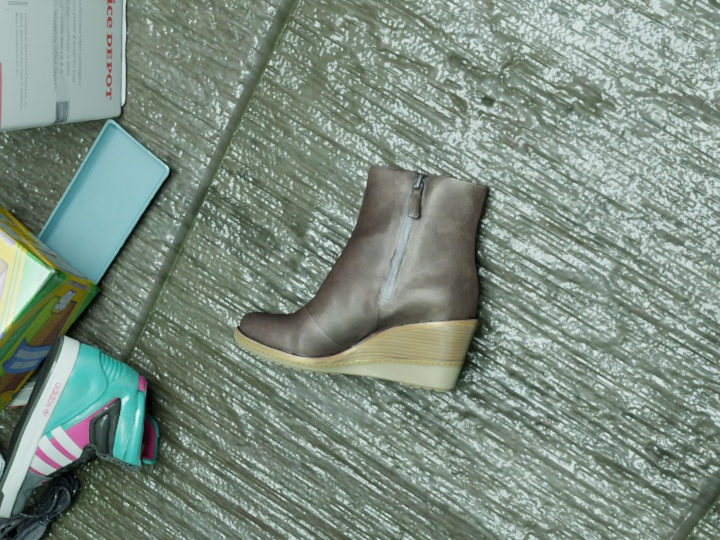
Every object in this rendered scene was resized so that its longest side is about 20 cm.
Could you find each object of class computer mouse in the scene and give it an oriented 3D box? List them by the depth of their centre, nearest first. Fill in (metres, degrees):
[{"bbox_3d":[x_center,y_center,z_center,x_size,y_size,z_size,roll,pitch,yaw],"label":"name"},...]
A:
[{"bbox_3d":[-0.370,0.179,0.930,0.200,0.044,0.110,42,115,-2],"label":"computer mouse"}]

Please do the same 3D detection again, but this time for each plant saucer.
[{"bbox_3d":[-0.239,-0.033,0.852,0.070,0.019,0.200,39,110,5],"label":"plant saucer"}]

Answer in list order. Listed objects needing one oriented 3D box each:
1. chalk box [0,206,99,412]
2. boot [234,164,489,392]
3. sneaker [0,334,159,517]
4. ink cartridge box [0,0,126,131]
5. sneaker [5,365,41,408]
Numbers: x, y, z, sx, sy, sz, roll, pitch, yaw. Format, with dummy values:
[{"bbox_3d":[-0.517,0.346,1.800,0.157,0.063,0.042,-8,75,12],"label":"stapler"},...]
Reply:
[{"bbox_3d":[-0.335,0.050,0.788,0.124,0.124,0.200,37,86,5],"label":"chalk box"},{"bbox_3d":[0.000,0.000,0.775,0.198,0.072,0.168,7,93,16],"label":"boot"},{"bbox_3d":[-0.240,0.153,0.852,0.120,0.084,0.201,21,120,-20],"label":"sneaker"},{"bbox_3d":[-0.265,-0.183,0.727,0.082,0.200,0.148,9,105,18],"label":"ink cartridge box"},{"bbox_3d":[-0.361,0.053,0.877,0.199,0.078,0.082,35,105,4],"label":"sneaker"}]
